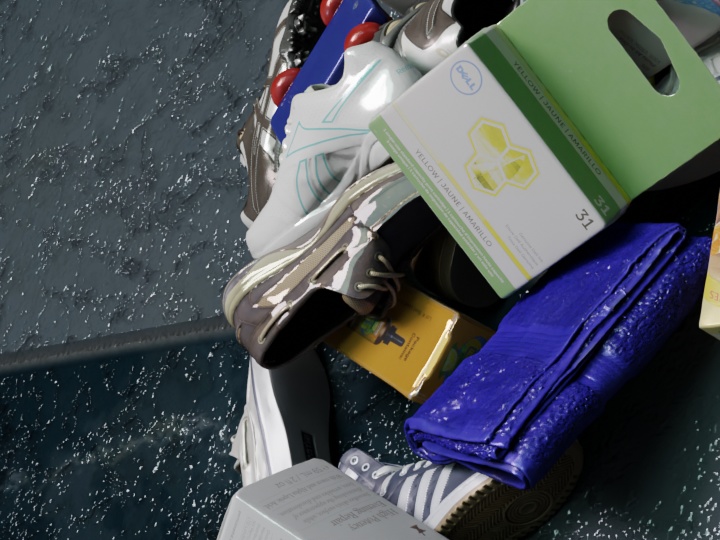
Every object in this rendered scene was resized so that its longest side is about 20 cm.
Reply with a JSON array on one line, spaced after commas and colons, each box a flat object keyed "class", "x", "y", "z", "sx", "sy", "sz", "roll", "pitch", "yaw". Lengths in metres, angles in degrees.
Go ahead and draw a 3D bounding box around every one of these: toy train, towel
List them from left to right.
[{"class": "toy train", "x": 0.031, "y": -0.158, "z": 1.755, "sx": 0.200, "sy": 0.116, "sz": 0.085, "roll": -57, "pitch": 28, "yaw": 16}, {"class": "towel", "x": 0.121, "y": 0.044, "z": 1.542, "sx": 0.200, "sy": 0.050, "sz": 0.148, "roll": -46, "pitch": 24, "yaw": -17}]

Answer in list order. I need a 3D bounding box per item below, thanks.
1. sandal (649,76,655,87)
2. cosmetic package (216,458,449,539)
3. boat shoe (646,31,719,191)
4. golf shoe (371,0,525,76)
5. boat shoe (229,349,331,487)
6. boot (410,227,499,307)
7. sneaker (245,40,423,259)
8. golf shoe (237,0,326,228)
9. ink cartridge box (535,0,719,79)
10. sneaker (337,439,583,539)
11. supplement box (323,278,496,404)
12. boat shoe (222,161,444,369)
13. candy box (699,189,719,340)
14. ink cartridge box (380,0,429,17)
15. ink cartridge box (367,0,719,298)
[{"class": "sandal", "x": 0.157, "y": -0.162, "z": 1.662, "sx": 0.079, "sy": 0.087, "sz": 0.200, "roll": -25, "pitch": 49, "yaw": 38}, {"class": "cosmetic package", "x": 0.015, "y": 0.201, "z": 1.523, "sx": 0.200, "sy": 0.102, "sz": 0.074, "roll": 29, "pitch": 115, "yaw": 25}, {"class": "boat shoe", "x": 0.231, "y": -0.129, "z": 1.570, "sx": 0.202, "sy": 0.075, "sz": 0.086, "roll": -33, "pitch": 47, "yaw": 27}, {"class": "golf shoe", "x": 0.100, "y": -0.190, "z": 1.704, "sx": 0.200, "sy": 0.078, "sz": 0.094, "roll": -49, "pitch": 19, "yaw": -30}, {"class": "boat shoe", "x": -0.059, "y": 0.125, "z": 1.748, "sx": 0.066, "sy": 0.072, "sz": 0.200, "roll": -29, "pitch": 57, "yaw": 28}, {"class": "boot", "x": 0.086, "y": -0.076, "z": 1.707, "sx": 0.075, "sy": 0.074, "sz": 0.200, "roll": 15, "pitch": 82, "yaw": 59}, {"class": "sneaker", "x": -0.021, "y": -0.081, "z": 1.695, "sx": 0.080, "sy": 0.070, "sz": 0.200, "roll": 50, "pitch": 127, "yaw": 6}, {"class": "golf shoe", "x": -0.057, "y": -0.120, "z": 1.867, "sx": 0.094, "sy": 0.078, "sz": 0.200, "roll": -21, "pitch": 53, "yaw": 39}, {"class": "ink cartridge box", "x": 0.211, "y": -0.222, "z": 1.546, "sx": 0.200, "sy": 0.087, "sz": 0.145, "roll": -36, "pitch": 29, "yaw": 40}, {"class": "sneaker", "x": 0.054, "y": 0.138, "z": 1.611, "sx": 0.200, "sy": 0.070, "sz": 0.109, "roll": -44, "pitch": 44, "yaw": 25}, {"class": "supplement box", "x": 0.016, "y": 0.035, "z": 1.717, "sx": 0.200, "sy": 0.069, "sz": 0.067, "roll": 32, "pitch": 93, "yaw": 53}, {"class": "boat shoe", "x": 0.000, "y": 0.000, "z": 1.659, "sx": 0.200, "sy": 0.074, "sz": 0.073, "roll": -37, "pitch": 54, "yaw": 21}, {"class": "candy box", "x": 0.297, "y": -0.020, "z": 1.447, "sx": 0.200, "sy": 0.055, "sz": 0.116, "roll": -10, "pitch": 61, "yaw": 44}, {"class": "ink cartridge box", "x": 0.008, "y": -0.263, "z": 1.792, "sx": 0.067, "sy": 0.200, "sz": 0.116, "roll": -38, "pitch": 44, "yaw": 27}, {"class": "ink cartridge box", "x": 0.118, "y": -0.091, "z": 1.539, "sx": 0.200, "sy": 0.146, "sz": 0.048, "roll": -37, "pitch": 1, "yaw": 41}]
